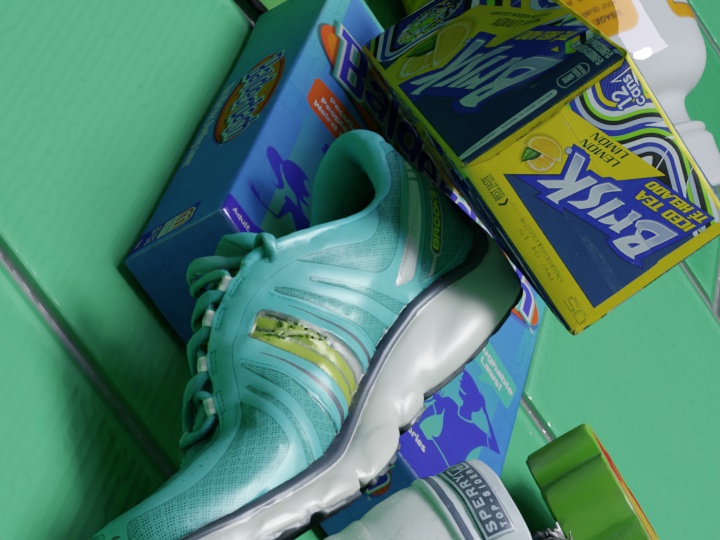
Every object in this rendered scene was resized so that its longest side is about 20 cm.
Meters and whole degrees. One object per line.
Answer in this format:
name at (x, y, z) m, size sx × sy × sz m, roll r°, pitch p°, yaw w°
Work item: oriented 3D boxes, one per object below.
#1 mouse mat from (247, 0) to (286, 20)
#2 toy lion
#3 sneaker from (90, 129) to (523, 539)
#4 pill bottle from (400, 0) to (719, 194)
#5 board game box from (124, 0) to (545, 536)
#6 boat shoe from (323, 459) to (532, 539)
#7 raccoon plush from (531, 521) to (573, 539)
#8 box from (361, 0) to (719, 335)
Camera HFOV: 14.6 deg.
mouse mat at (-0.073, -0.186, 1.093) m, size 0.200 × 0.008 × 0.161 m, roll 43°, pitch 31°, yaw -36°
toy lion at (0.126, 0.153, 1.051) m, size 0.192 × 0.068 × 0.200 m, roll 61°, pitch 4°, yaw 32°
sneaker at (-0.028, 0.030, 0.846) m, size 0.080 × 0.077 × 0.200 m, roll 52°, pitch 43°, yaw -11°
pill bottle at (0.078, -0.110, 1.189) m, size 0.111 × 0.111 × 0.201 m, roll -6°, pitch 71°, yaw -64°
board game box at (0.000, 0.000, 0.999) m, size 0.152 × 0.045 × 0.200 m, roll 54°, pitch 25°, yaw -18°
boat shoe at (0.011, 0.149, 0.822) m, size 0.203 × 0.086 × 0.075 m, roll 85°, pitch -22°, yaw -43°
raccoon plush at (0.091, 0.125, 0.891) m, size 0.096 × 0.200 × 0.134 m, roll -16°, pitch 68°, yaw -35°
box at (0.057, -0.048, 0.943) m, size 0.070 × 0.064 × 0.200 m, roll 55°, pitch 1°, yaw -17°
